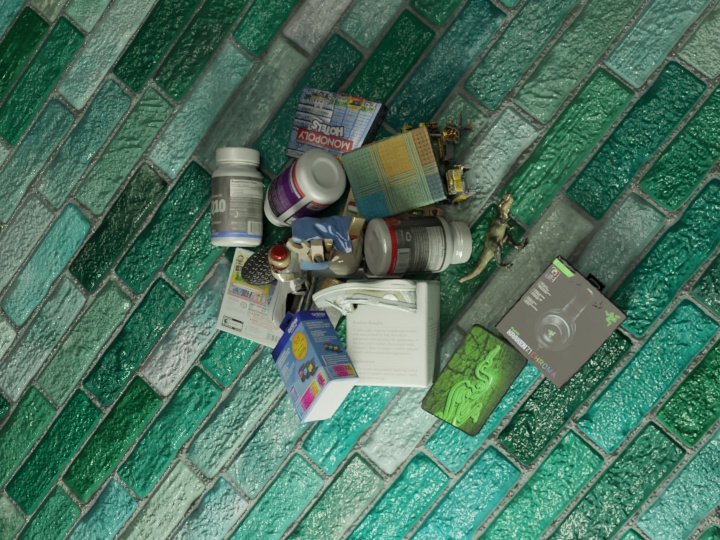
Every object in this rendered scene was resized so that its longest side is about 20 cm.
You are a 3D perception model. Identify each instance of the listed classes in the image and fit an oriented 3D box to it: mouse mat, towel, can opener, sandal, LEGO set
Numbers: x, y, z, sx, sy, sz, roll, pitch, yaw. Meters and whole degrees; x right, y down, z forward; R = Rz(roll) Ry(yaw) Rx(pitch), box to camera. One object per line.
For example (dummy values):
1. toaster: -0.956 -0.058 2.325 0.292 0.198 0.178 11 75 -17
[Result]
1. mouse mat: 0.224 0.218 1.581 0.160 0.008 0.202 30 99 -25
2. towel: 0.064 -0.184 1.566 0.197 0.022 0.149 -14 96 32
3. can opener: 0.000 0.000 1.646 0.196 0.067 0.054 0 55 12
4. sandal: -0.163 -0.029 1.716 0.199 0.048 0.076 -36 70 -11
5. LEGO set: 0.149 -0.210 1.585 0.151 0.116 0.204 3 81 -15

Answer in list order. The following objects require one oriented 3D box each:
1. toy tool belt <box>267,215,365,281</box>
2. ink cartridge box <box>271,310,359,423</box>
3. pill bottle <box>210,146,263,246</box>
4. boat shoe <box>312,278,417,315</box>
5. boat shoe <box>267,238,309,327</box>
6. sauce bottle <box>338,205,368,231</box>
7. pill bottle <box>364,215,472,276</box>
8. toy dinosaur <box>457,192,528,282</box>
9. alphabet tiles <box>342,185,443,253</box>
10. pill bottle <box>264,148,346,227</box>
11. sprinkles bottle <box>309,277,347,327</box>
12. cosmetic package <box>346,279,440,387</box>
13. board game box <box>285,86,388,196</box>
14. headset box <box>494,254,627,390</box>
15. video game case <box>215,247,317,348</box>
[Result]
1. toy tool belt: -0.088 -0.061 1.572 0.196 0.124 0.127 -7 58 -5
2. ink cartridge box: -0.098 0.173 1.575 0.137 0.075 0.202 -56 48 35
3. pill bottle: -0.264 -0.156 1.727 0.111 0.114 0.204 0 88 16
4. boat shoe: 0.007 0.054 1.494 0.198 0.074 0.066 -5 83 10
5. boat shoe: -0.134 0.029 1.671 0.065 0.073 0.203 31 116 38
6. sauce bottle: -0.035 -0.080 1.685 0.065 0.065 0.200 44 100 12
7. pill bottle: 0.114 -0.050 1.579 0.196 0.110 0.113 -4 87 -21
8. toy dinosaur: 0.276 -0.049 1.605 0.087 0.047 0.203 30 97 29
9. alphabet tiles: 0.063 -0.104 1.645 0.196 0.008 0.170 16 98 -6
10. pill bottle: -0.121 -0.160 1.650 0.199 0.111 0.114 -28 79 52
11. sprinkles bottle: -0.083 0.109 1.691 0.067 0.068 0.203 25 95 15
12. cosmetic package: 0.068 0.120 1.597 0.161 0.165 0.205 1 89 15
13. board game box: -0.062 -0.269 1.699 0.196 0.062 0.204 15 92 16
14. headset box: 0.387 0.093 1.543 0.174 0.093 0.200 44 98 12
15. video game case: -0.204 0.066 1.752 0.197 0.022 0.186 17 93 17
